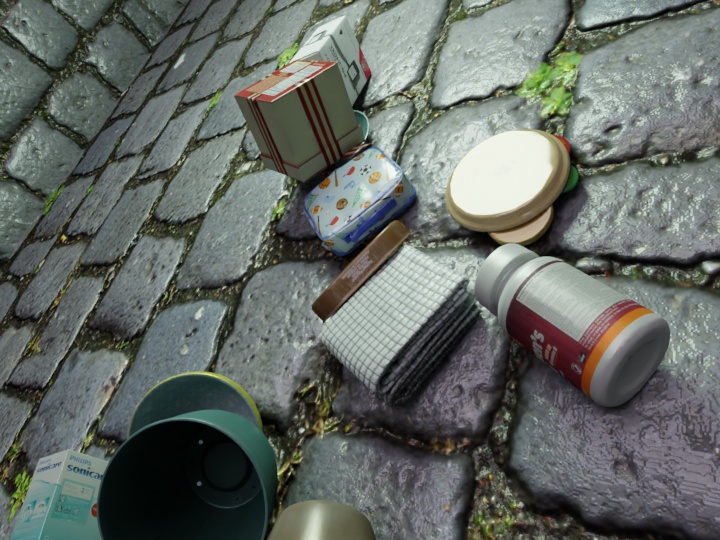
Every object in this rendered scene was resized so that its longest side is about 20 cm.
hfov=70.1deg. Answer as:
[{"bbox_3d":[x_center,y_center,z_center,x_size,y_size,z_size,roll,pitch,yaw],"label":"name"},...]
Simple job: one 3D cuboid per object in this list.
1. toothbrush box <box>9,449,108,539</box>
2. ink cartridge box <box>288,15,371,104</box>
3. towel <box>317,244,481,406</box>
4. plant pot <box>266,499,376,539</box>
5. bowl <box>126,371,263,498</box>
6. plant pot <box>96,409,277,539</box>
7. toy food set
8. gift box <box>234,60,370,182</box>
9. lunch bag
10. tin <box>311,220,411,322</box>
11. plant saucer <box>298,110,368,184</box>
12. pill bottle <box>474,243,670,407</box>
[{"bbox_3d":[-0.465,0.415,0.828,0.085,0.146,0.201,-22,46,22],"label":"toothbrush box"},{"bbox_3d":[-0.062,-0.445,1.136,0.083,0.146,0.201,-10,40,29],"label":"ink cartridge box"},{"bbox_3d":[0.056,0.072,0.728,0.200,0.086,0.165,-47,35,-8],"label":"towel"},{"bbox_3d":[-0.045,0.354,0.537,0.199,0.201,0.174,-26,29,20],"label":"plant pot"},{"bbox_3d":[-0.240,0.249,0.790,0.200,0.200,0.108,-46,1,-1],"label":"bowl"},{"bbox_3d":[-0.195,0.271,0.653,0.198,0.161,0.203,0,88,4],"label":"plant pot"},{"bbox_3d":[0.225,-0.136,0.780,0.199,0.049,0.199,26,77,46],"label":"toy food set"},{"bbox_3d":[-0.100,-0.292,1.005,0.199,0.188,0.184,-34,38,-17],"label":"gift box"},{"bbox_3d":[-0.006,-0.122,0.932,0.200,0.076,0.161,-39,45,6],"label":"lunch bag"},{"bbox_3d":[0.000,0.000,0.812,0.200,0.042,0.112,-46,3,-1],"label":"tin"},{"bbox_3d":[-0.059,-0.257,1.102,0.199,0.036,0.201,-21,48,24],"label":"plant saucer"},{"bbox_3d":[0.230,0.052,0.588,0.110,0.110,0.200,-47,42,-2],"label":"pill bottle"}]
